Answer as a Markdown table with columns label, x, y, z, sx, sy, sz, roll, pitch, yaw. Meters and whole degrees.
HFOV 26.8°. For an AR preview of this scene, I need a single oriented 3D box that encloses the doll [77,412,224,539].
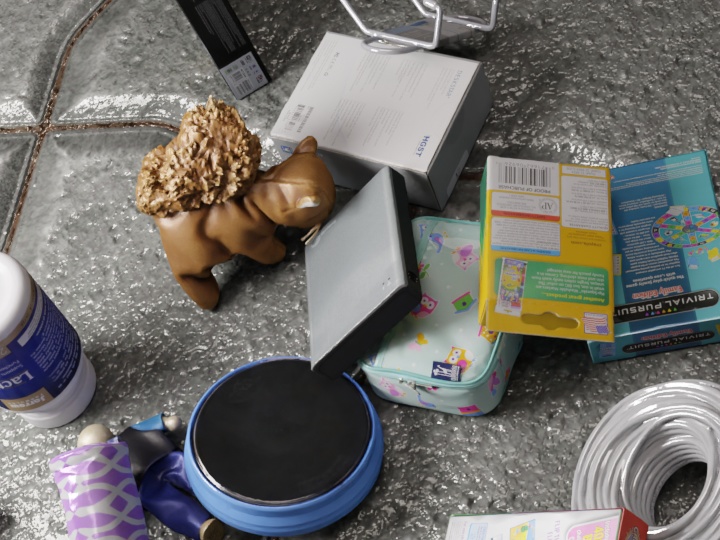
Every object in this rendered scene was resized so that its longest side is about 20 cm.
| label | x | y | z | sx | sy | sz | roll | pitch | yaw |
| --- | --- | --- | --- | --- | --- | --- | --- | --- | --- |
| doll | -0.214 | 0.210 | 1.531 | 0.199 | 0.049 | 0.137 | 27 | 68 | 29 |

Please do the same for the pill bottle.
| label | x | y | z | sx | sy | sz | roll | pitch | yaw |
| --- | --- | --- | --- | --- | --- | --- | --- | --- | --- |
| pill bottle | -0.356 | 0.078 | 1.567 | 0.115 | 0.200 | 0.117 | -9 | 56 | 13 |

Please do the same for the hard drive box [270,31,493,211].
| label | x | y | z | sx | sy | sz | roll | pitch | yaw |
| --- | --- | --- | --- | --- | --- | --- | --- | --- | --- |
| hard drive box | 0.025 | -0.169 | 1.683 | 0.198 | 0.077 | 0.157 | 16 | 64 | 26 |

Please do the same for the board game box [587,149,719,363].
| label | x | y | z | sx | sy | sz | roll | pitch | yaw |
| --- | --- | --- | --- | --- | --- | --- | --- | --- | --- |
| board game box | 0.292 | -0.015 | 1.520 | 0.150 | 0.047 | 0.202 | -11 | 56 | 11 |

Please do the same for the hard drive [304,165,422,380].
| label | x | y | z | sx | sy | sz | roll | pitch | yaw |
| --- | --- | --- | --- | --- | --- | --- | --- | --- | --- |
| hard drive | 0.000 | 0.000 | 1.540 | 0.140 | 0.033 | 0.201 | -44 | 29 | 26 |

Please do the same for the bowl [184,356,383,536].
| label | x | y | z | sx | sy | sz | roll | pitch | yaw |
| --- | --- | --- | --- | --- | --- | --- | --- | --- | --- |
| bowl | -0.076 | 0.167 | 1.491 | 0.198 | 0.040 | 0.202 | -2 | 47 | 2 |

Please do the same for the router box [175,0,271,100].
| label | x | y | z | sx | sy | sz | roll | pitch | yaw |
| --- | --- | --- | --- | --- | --- | --- | --- | --- | --- |
| router box | -0.186 | -0.319 | 1.769 | 0.052 | 0.200 | 0.158 | -30 | 55 | 0 |

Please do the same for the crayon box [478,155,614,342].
| label | x | y | z | sx | sy | sz | roll | pitch | yaw |
| --- | --- | --- | --- | --- | --- | --- | --- | --- | --- |
| crayon box | 0.179 | -0.011 | 1.470 | 0.124 | 0.052 | 0.202 | 6 | 58 | -2 |

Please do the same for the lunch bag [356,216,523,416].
| label | x | y | z | sx | sy | sz | roll | pitch | yaw |
| --- | --- | --- | --- | --- | --- | --- | --- | --- | --- |
| lunch bag | 0.085 | 0.044 | 1.526 | 0.159 | 0.077 | 0.201 | 10 | 61 | 22 |

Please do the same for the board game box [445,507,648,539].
| label | x | y | z | sx | sy | sz | roll | pitch | yaw |
| --- | --- | --- | --- | --- | --- | --- | --- | --- | --- |
| board game box | 0.147 | 0.288 | 1.316 | 0.199 | 0.040 | 0.154 | -11 | 54 | 44 |

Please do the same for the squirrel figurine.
| label | x | y | z | sx | sy | sz | roll | pitch | yaw |
| --- | --- | --- | --- | --- | --- | --- | --- | --- | --- |
| squirrel figurine | -0.128 | -0.083 | 1.599 | 0.185 | 0.200 | 0.142 | -16 | 47 | 21 |

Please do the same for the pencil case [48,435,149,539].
| label | x | y | z | sx | sy | sz | roll | pitch | yaw |
| --- | --- | --- | --- | --- | --- | --- | --- | --- | --- |
| pencil case | -0.248 | 0.262 | 1.451 | 0.085 | 0.084 | 0.202 | -21 | 75 | 31 |

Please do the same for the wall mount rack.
| label | x | y | z | sx | sy | sz | roll | pitch | yaw |
| --- | --- | --- | --- | --- | --- | --- | --- | --- | --- |
| wall mount rack | 0.054 | -0.302 | 1.706 | 0.173 | 0.075 | 0.199 | 20 | 29 | 33 |

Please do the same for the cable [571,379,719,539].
| label | x | y | z | sx | sy | sz | roll | pitch | yaw |
| --- | --- | --- | --- | --- | --- | --- | --- | --- | --- |
| cable | 0.281 | 0.193 | 1.336 | 0.199 | 0.069 | 0.201 | -28 | 42 | 32 |
